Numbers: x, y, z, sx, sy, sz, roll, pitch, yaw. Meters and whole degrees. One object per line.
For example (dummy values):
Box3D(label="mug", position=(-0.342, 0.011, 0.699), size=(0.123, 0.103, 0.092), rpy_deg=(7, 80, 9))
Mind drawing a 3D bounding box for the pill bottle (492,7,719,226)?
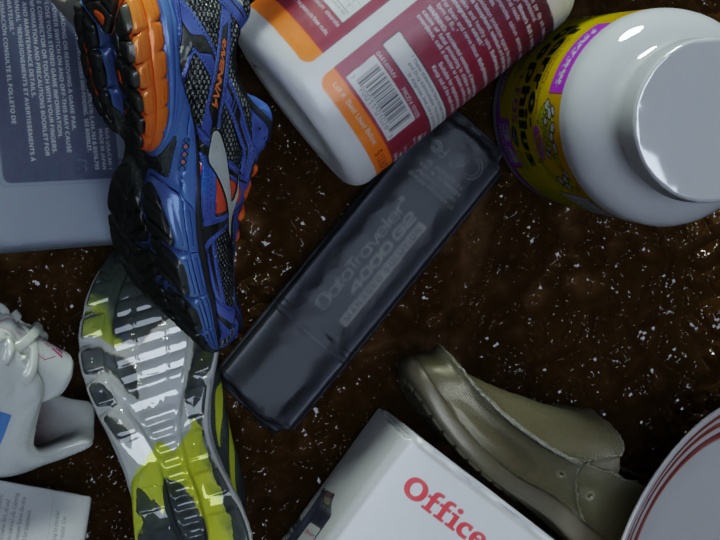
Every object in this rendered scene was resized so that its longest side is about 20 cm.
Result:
Box3D(label="pill bottle", position=(0.138, -0.078, 0.818), size=(0.103, 0.200, 0.106), rpy_deg=(-1, 96, -10))

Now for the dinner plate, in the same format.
Box3D(label="dinner plate", position=(0.200, 0.162, 0.913), size=(0.199, 0.024, 0.203), rpy_deg=(-15, 114, -37))

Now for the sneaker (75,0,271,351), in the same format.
Box3D(label="sneaker", position=(-0.074, -0.050, 0.765), size=(0.078, 0.075, 0.202), rpy_deg=(-23, 128, -26))

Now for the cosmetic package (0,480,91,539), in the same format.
Box3D(label="cosmetic package", position=(-0.242, 0.158, 0.812), size=(0.198, 0.108, 0.085), rpy_deg=(12, 128, -10))

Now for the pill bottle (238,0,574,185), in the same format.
Box3D(label="pill bottle", position=(0.041, -0.146, 0.839), size=(0.199, 0.110, 0.110), rpy_deg=(-39, 101, -4))

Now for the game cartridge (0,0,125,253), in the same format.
Box3D(label="game cartridge", position=(-0.156, -0.111, 0.810), size=(0.132, 0.041, 0.203), rpy_deg=(-5, 89, -36))

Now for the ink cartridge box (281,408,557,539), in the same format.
Box3D(label="ink cartridge box", position=(0.014, 0.200, 0.886), size=(0.144, 0.084, 0.201), rpy_deg=(37, 90, -12))

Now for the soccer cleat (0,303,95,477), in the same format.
Box3D(label="soccer cleat", position=(-0.192, 0.032, 0.794), size=(0.085, 0.070, 0.201), rpy_deg=(-10, 143, 11))

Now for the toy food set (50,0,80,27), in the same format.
Box3D(label="toy food set", position=(-0.088, -0.211, 0.778), size=(0.200, 0.060, 0.144), rpy_deg=(-43, 115, -3))

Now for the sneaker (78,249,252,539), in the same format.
Box3D(label="sneaker", position=(-0.103, 0.085, 0.861), size=(0.073, 0.085, 0.203), rpy_deg=(-9, 77, -5))

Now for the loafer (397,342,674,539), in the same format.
Box3D(label="loafer", position=(0.102, 0.098, 0.900), size=(0.200, 0.076, 0.068), rpy_deg=(41, 88, -22))

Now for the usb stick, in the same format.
Box3D(label="usb stick", position=(0.000, 0.000, 0.888), size=(0.055, 0.033, 0.201), rpy_deg=(39, 89, -5))
